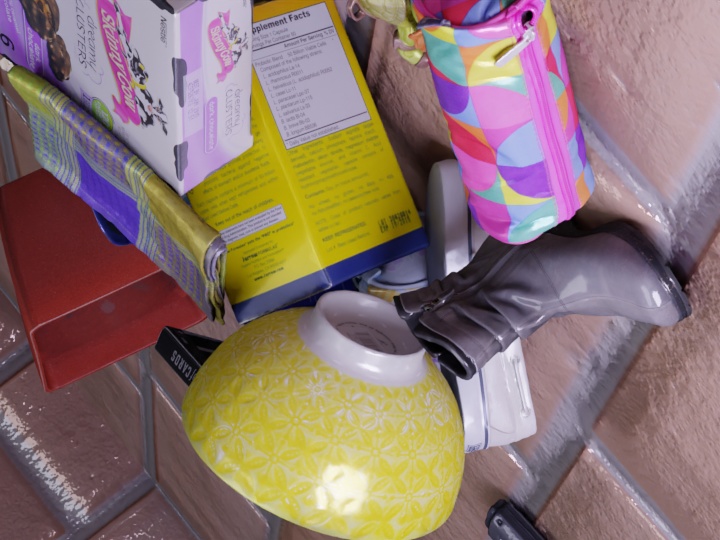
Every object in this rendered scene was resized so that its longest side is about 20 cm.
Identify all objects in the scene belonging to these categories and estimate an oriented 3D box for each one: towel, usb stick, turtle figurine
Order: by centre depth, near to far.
[{"bbox_3d":[0.012,-0.181,1.415,0.161,0.064,0.201,40,160,40],"label":"turtle figurine"},{"bbox_3d":[-0.162,-0.051,1.561,0.200,0.023,0.144,42,164,11],"label":"towel"},{"bbox_3d":[0.180,0.280,1.970,0.200,0.033,0.056,48,164,21],"label":"usb stick"}]

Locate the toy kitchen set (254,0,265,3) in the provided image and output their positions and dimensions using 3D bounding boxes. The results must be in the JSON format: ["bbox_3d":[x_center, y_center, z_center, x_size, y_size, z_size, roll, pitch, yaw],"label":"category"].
[{"bbox_3d":[-0.134,-0.261,1.693,0.162,0.182,0.199,-17,153,36],"label":"toy kitchen set"}]

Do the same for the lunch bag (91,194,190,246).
[{"bbox_3d":[-0.186,-0.121,1.872,0.171,0.127,0.200,64,156,2],"label":"lunch bag"}]

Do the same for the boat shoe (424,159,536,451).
[{"bbox_3d":[0.097,0.021,1.594,0.075,0.085,0.204,161,102,-78],"label":"boat shoe"}]

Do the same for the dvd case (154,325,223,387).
[{"bbox_3d":[-0.038,0.102,1.680,0.199,0.025,0.150,18,-166,-35],"label":"dvd case"}]

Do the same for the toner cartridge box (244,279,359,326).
[{"bbox_3d":[-0.060,-0.050,1.722,0.043,0.094,0.202,-14,-91,-75],"label":"toner cartridge box"}]

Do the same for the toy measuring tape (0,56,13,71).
[{"bbox_3d":[-0.174,-0.115,1.692,0.198,0.074,0.074,13,150,16],"label":"toy measuring tape"}]

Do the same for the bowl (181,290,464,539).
[{"bbox_3d":[-0.010,0.079,1.532,0.200,0.199,0.108,42,122,34],"label":"bowl"}]

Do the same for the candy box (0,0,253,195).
[{"bbox_3d":[-0.161,-0.173,1.497,0.200,0.071,0.168,38,146,26],"label":"candy box"}]

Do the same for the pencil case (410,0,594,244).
[{"bbox_3d":[0.085,-0.105,1.338,0.088,0.088,0.201,41,162,37],"label":"pencil case"}]

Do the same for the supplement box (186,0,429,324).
[{"bbox_3d":[-0.055,-0.082,1.596,0.109,0.108,0.201,-21,90,46],"label":"supplement box"}]

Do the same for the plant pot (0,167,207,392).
[{"bbox_3d":[-0.288,-0.017,2.430,0.177,0.199,0.200,62,167,18],"label":"plant pot"}]

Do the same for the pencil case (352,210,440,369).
[{"bbox_3d":[0.060,0.050,1.723,0.083,0.091,0.201,38,159,43],"label":"pencil case"}]

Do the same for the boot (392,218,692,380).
[{"bbox_3d":[0.112,0.027,1.444,0.070,0.131,0.200,60,163,-21],"label":"boot"}]
